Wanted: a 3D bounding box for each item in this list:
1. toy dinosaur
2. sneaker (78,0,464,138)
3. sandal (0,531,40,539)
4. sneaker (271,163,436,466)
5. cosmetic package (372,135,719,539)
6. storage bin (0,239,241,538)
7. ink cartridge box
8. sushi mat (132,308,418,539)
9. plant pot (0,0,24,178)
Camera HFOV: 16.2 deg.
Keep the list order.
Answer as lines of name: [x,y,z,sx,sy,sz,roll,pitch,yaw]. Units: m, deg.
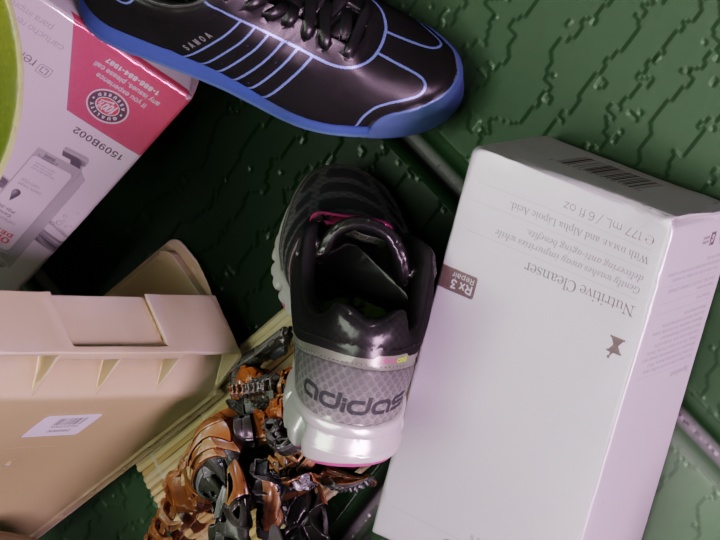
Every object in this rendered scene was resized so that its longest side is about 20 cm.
toy dinosaur: [-0.043,0.110,1.284,0.200,0.102,0.136,-54,52,45]
sneaker: [-0.043,-0.122,1.217,0.199,0.078,0.071,15,66,1]
sandal: [-0.153,0.217,1.346,0.080,0.054,0.200,-34,102,27]
sneaker: [0.000,0.000,1.196,0.073,0.200,0.088,10,126,-7]
cosmetic package: [0.090,0.049,1.192,0.112,0.081,0.201,21,106,28]
storage bin: [-0.197,0.062,1.304,0.198,0.199,0.094,-38,66,30]
ink cartridge box: [-0.198,-0.082,1.325,0.146,0.083,0.200,32,120,-21]
sushi mat: [-0.038,0.078,1.320,0.200,0.012,0.096,-40,75,30]
plant pot: [-0.291,-0.087,1.203,0.199,0.186,0.189,-3,94,51]
